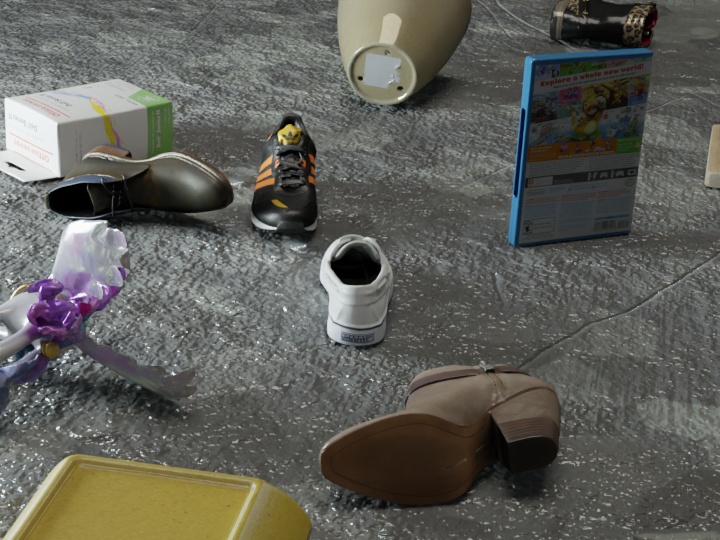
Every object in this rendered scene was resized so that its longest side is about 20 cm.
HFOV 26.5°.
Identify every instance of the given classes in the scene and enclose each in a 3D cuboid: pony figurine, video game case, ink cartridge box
[{"bbox_3d":[-0.245,0.042,1.222,0.200,0.167,0.193,-31,30,-29],"label":"pony figurine"},{"bbox_3d":[0.226,-0.127,1.578,0.143,0.200,0.018,-7,25,-22],"label":"video game case"},{"bbox_3d":[-0.329,-0.163,1.763,0.200,0.067,0.117,-18,31,-40],"label":"ink cartridge box"}]

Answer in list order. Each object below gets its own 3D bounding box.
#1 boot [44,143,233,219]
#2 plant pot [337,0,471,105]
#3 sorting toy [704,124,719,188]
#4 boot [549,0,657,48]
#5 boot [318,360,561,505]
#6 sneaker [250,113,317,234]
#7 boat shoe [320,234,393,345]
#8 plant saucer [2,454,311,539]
[{"bbox_3d":[-0.231,-0.076,1.587,0.200,0.075,0.097,9,35,33],"label":"boot"},{"bbox_3d":[0.044,-0.312,2.055,0.187,0.187,0.200,7,37,8],"label":"plant pot"},{"bbox_3d":[0.523,-0.152,1.844,0.199,0.070,0.200,8,24,12],"label":"sorting toy"},{"bbox_3d":[0.394,-0.406,2.420,0.150,0.073,0.200,11,28,21],"label":"boot"},{"bbox_3d":[0.058,0.116,1.173,0.200,0.070,0.146,0,17,-10],"label":"boot"},{"bbox_3d":[-0.080,-0.106,1.631,0.070,0.090,0.200,2,23,-3],"label":"sneaker"},{"bbox_3d":[0.000,0.000,1.424,0.074,0.065,0.200,0,23,-6],"label":"boat shoe"},{"bbox_3d":[-0.146,0.182,1.001,0.200,0.048,0.200,6,23,8],"label":"plant saucer"}]
